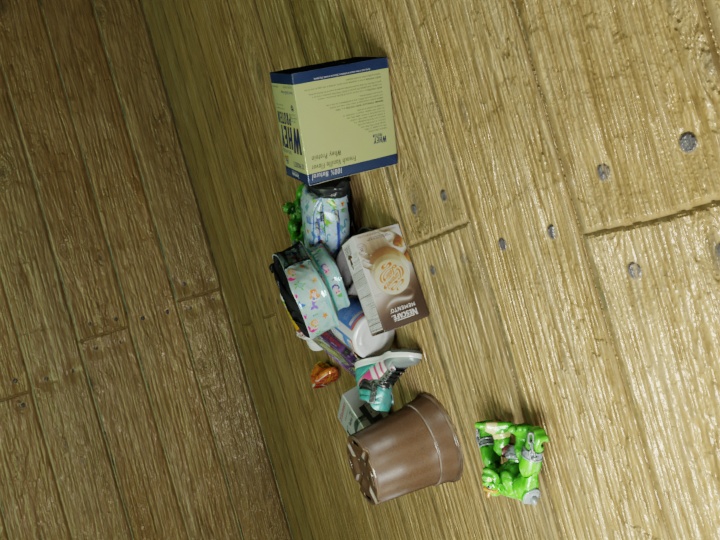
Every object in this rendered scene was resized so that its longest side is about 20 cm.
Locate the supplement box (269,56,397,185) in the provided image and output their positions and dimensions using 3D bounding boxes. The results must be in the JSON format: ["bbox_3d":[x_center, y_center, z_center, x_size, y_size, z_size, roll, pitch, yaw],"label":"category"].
[{"bbox_3d":[-0.050,-0.294,1.232,0.134,0.197,0.203,33,135,59],"label":"supplement box"}]

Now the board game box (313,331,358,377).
[{"bbox_3d":[-0.048,0.220,1.657,0.200,0.032,0.120,42,158,-10],"label":"board game box"}]

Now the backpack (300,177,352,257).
[{"bbox_3d":[-0.078,-0.126,1.513,0.163,0.152,0.202,51,162,55],"label":"backpack"}]

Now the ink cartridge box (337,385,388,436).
[{"bbox_3d":[0.027,0.410,1.642,0.201,0.082,0.148,54,153,28],"label":"ink cartridge box"}]

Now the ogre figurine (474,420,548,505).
[{"bbox_3d":[0.250,0.314,1.053,0.199,0.097,0.122,-15,73,54],"label":"ogre figurine"}]

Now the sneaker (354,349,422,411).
[{"bbox_3d":[0.060,0.246,1.399,0.199,0.083,0.123,-25,60,47],"label":"sneaker"}]

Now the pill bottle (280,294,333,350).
[{"bbox_3d":[-0.146,0.128,1.835,0.111,0.110,0.202,34,150,57],"label":"pill bottle"}]

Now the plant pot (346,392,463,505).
[{"bbox_3d":[0.087,0.394,1.368,0.200,0.195,0.203,46,145,47],"label":"plant pot"}]

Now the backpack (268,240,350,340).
[{"bbox_3d":[-0.109,0.048,1.428,0.201,0.148,0.180,-118,10,-55],"label":"backpack"}]

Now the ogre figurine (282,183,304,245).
[{"bbox_3d":[-0.152,-0.147,1.705,0.120,0.097,0.203,-136,40,-54],"label":"ogre figurine"}]

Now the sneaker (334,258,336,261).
[{"bbox_3d":[-0.097,0.000,1.651,0.098,0.075,0.203,19,116,9],"label":"sneaker"}]

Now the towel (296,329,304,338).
[{"bbox_3d":[-0.097,0.081,1.614,0.030,0.202,0.146,32,167,-4],"label":"towel"}]

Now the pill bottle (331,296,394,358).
[{"bbox_3d":[-0.009,0.127,1.532,0.200,0.111,0.114,31,133,60],"label":"pill bottle"}]

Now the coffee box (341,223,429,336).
[{"bbox_3d":[0.051,0.020,1.314,0.080,0.113,0.203,-33,75,66],"label":"coffee box"}]

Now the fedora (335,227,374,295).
[{"bbox_3d":[0.000,0.000,1.451,0.179,0.089,0.201,66,157,21],"label":"fedora"}]

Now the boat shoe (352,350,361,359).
[{"bbox_3d":[0.013,0.198,1.590,0.200,0.062,0.072,-134,33,-52],"label":"boat shoe"}]

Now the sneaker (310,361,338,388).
[{"bbox_3d":[-0.121,0.319,1.983,0.200,0.072,0.079,141,121,-63],"label":"sneaker"}]
